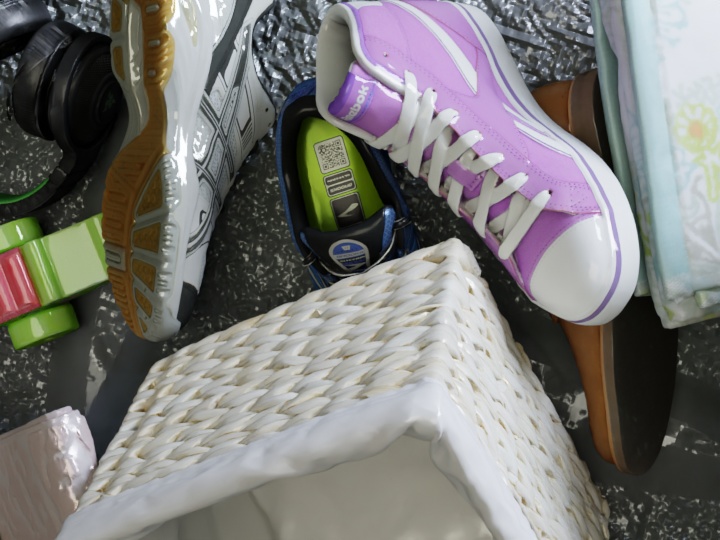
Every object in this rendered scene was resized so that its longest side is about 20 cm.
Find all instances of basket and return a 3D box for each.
[{"bbox_3d":[0.000,0.126,0.662,0.198,0.161,0.200,-23,113,19],"label":"basket"}]

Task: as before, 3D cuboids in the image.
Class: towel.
[{"bbox_3d":[0.202,-0.084,0.685,0.169,0.048,0.203,-9,93,-10],"label":"towel"},{"bbox_3d":[-0.146,0.177,0.732,0.032,0.191,0.203,-18,87,-28],"label":"towel"}]

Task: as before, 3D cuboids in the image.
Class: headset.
[{"bbox_3d":[-0.184,-0.117,0.758,0.123,0.094,0.201,40,110,7],"label":"headset"}]

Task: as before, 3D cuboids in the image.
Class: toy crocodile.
[{"bbox_3d":[-0.221,0.019,0.788,0.197,0.062,0.068,-18,89,11],"label":"toy crocodile"}]

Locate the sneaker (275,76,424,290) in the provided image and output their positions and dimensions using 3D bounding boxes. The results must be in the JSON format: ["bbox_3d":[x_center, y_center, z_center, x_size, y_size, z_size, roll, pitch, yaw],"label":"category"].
[{"bbox_3d":[0.000,0.000,0.727,0.078,0.089,0.202,-23,93,11],"label":"sneaker"}]

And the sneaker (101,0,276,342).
[{"bbox_3d":[-0.082,-0.062,0.744,0.075,0.087,0.203,18,106,48],"label":"sneaker"}]

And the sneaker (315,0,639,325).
[{"bbox_3d":[0.042,-0.052,0.672,0.201,0.113,0.073,57,130,32],"label":"sneaker"}]

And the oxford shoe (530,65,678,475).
[{"bbox_3d":[0.115,0.004,0.726,0.071,0.071,0.203,-10,86,37],"label":"oxford shoe"}]
